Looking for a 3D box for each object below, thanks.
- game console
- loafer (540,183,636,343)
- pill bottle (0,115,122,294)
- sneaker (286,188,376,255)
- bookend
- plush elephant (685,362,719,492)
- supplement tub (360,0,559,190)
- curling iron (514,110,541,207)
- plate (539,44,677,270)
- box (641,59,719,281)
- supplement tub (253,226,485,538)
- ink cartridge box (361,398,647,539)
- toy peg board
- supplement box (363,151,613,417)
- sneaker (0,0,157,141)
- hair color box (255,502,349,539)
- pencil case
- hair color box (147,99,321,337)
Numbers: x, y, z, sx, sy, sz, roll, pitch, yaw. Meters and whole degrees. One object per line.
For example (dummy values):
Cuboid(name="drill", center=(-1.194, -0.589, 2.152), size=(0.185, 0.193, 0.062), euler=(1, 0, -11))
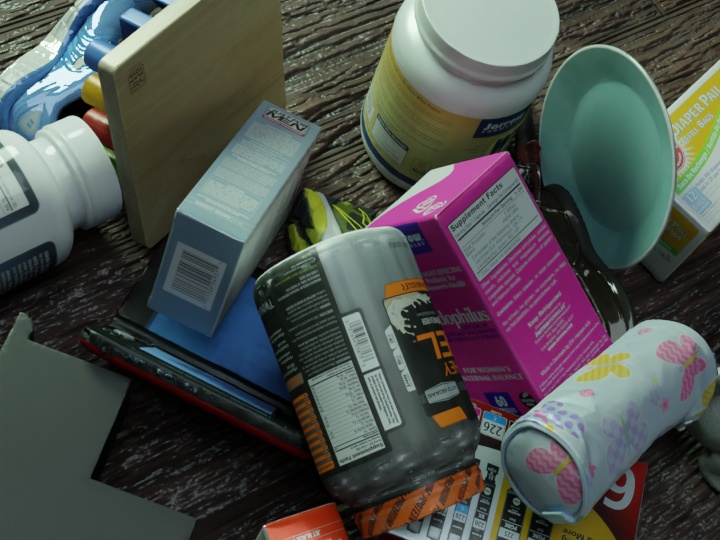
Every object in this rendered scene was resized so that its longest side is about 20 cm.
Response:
Cuboid(name="game console", center=(-0.100, 0.051, 0.950), size=(0.199, 0.172, 0.119), euler=(26, 86, 1))
Cuboid(name="loafer", center=(0.184, 0.015, 1.070), size=(0.071, 0.073, 0.201), euler=(-13, 57, -16))
Cuboid(name="pill bottle", center=(-0.298, -0.042, 0.942), size=(0.199, 0.120, 0.120), euler=(-30, 73, -26))
Cuboid(name="sneaker", center=(0.000, 0.000, 1.000), size=(0.084, 0.075, 0.201), euler=(2, 43, -24))
Cuboid(name="bookend", center=(-0.202, 0.167, 0.873), size=(0.197, 0.092, 0.201), euler=(20, 59, -4))
Cuboid(name="plush elephant", center=(0.344, 0.103, 1.027), size=(0.154, 0.166, 0.200), euler=(-12, 23, 18))
Cuboid(name="supplement tub", center=(0.087, -0.173, 1.062), size=(0.143, 0.200, 0.145), euler=(6, 62, -11))
Cuboid(name="curling iron", center=(0.158, -0.117, 1.115), size=(0.025, 0.050, 0.201), euler=(2, 36, 6))
Cuboid(name="plate", center=(0.225, -0.101, 1.061), size=(0.025, 0.200, 0.201), euler=(-9, 66, -23))
Cuboid(name="box", center=(0.326, -0.103, 1.144), size=(0.112, 0.102, 0.200), euler=(43, 61, 10))
Cuboid(name="supplement tub", center=(0.010, 0.080, 0.850), size=(0.122, 0.123, 0.201), euler=(-18, 81, -22))
Cuboid(name="ink cartridge box", center=(0.109, 0.210, 0.935), size=(0.199, 0.084, 0.177), euler=(20, 60, -4))
Cuboid(name="toy peg board", center=(-0.163, -0.164, 1.004), size=(0.097, 0.200, 0.200), euler=(27, 55, 21))
Cuboid(name="supplement box", center=(0.108, 0.017, 0.975), size=(0.103, 0.101, 0.201), euler=(-40, 107, -32))
Cuboid(name="sneaker", center=(-0.243, -0.180, 1.062), size=(0.089, 0.079, 0.200), euler=(37, 68, -1))
Cuboid(name="hair color box", center=(-0.019, 0.282, 0.855), size=(0.061, 0.102, 0.201), euler=(-14, 68, -20))
Cuboid(name="pencil case", center=(0.195, 0.114, 0.916), size=(0.199, 0.083, 0.091), euler=(-28, 112, -39))
Cuboid(name="hair color box", center=(-0.099, -0.048, 0.966), size=(0.060, 0.099, 0.200), euler=(25, 35, 1))
